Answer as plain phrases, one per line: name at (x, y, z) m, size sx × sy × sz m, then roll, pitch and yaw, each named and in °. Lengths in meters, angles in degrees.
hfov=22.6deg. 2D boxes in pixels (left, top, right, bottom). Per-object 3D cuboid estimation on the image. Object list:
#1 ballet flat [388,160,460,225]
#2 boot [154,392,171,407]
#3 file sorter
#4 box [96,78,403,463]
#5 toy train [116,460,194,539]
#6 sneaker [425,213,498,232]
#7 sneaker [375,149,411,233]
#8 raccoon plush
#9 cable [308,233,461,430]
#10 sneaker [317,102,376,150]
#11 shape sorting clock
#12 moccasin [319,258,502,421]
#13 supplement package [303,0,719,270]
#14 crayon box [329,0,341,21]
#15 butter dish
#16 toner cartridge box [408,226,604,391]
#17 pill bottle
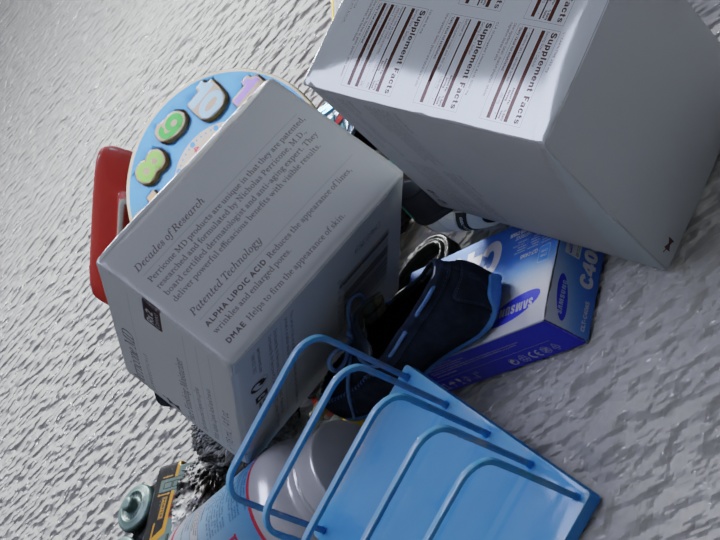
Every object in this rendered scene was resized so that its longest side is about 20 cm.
ballet flat at (0.114, -0.091, 1.358) m, size 0.198 × 0.074 × 0.073 m, roll -26°, pitch 24°, yaw -7°
boot at (-0.099, 0.052, 1.619) m, size 0.200 × 0.096 × 0.075 m, roll -51°, pitch 43°, yaw 31°
file sorter at (0.025, 0.149, 1.177) m, size 0.200 × 0.122 × 0.140 m, roll 33°, pitch 95°, yaw 47°
box at (-0.076, 0.004, 1.351) m, size 0.200 × 0.130 × 0.199 m, roll -48°, pitch -18°, yaw -20°
toy train at (-0.169, 0.260, 1.586) m, size 0.113 × 0.085 × 0.202 m, roll -21°, pitch 46°, yaw 43°
sneaker at (0.113, -0.120, 1.436) m, size 0.087 × 0.075 × 0.202 m, roll 8°, pitch 75°, yaw 49°
sneaker at (0.000, 0.000, 1.534) m, size 0.116 × 0.075 × 0.201 m, roll -98°, pitch 31°, yaw -46°
raccoon plush at (-0.095, 0.117, 1.502) m, size 0.135 × 0.096 × 0.201 m, roll 101°, pitch 178°, yaw -48°
cable at (0.015, 0.057, 1.479) m, size 0.201 × 0.050 × 0.097 m, roll -54°, pitch 29°, yaw -4°
sneaker at (-0.013, -0.111, 1.655) m, size 0.200 × 0.079 × 0.096 m, roll -50°, pitch 28°, yaw 27°
shape sorting clock at (-0.113, -0.075, 1.546) m, size 0.198 × 0.039 × 0.202 m, roll -4°, pitch 78°, yaw 18°
moccasin at (0.023, 0.040, 1.324) m, size 0.200 × 0.068 × 0.081 m, roll -43°, pitch 32°, yaw 40°
supplement package at (0.112, -0.123, 1.188) m, size 0.199 × 0.191 × 0.148 m, roll 18°, pitch 78°, yaw 39°
crayon box at (0.072, -0.227, 1.567) m, size 0.198 × 0.052 × 0.126 m, roll -23°, pitch 38°, yaw 16°
butter dish at (-0.139, -0.041, 1.690) m, size 0.148 × 0.198 × 0.201 m, roll -55°, pitch -18°, yaw -46°
toner cartridge box at (0.098, 0.025, 1.325) m, size 0.199 × 0.043 × 0.096 m, roll -26°, pitch 45°, yaw 54°
pill bottle at (-0.060, 0.198, 1.385) m, size 0.200 × 0.108 × 0.110 m, roll -43°, pitch 30°, yaw 39°
